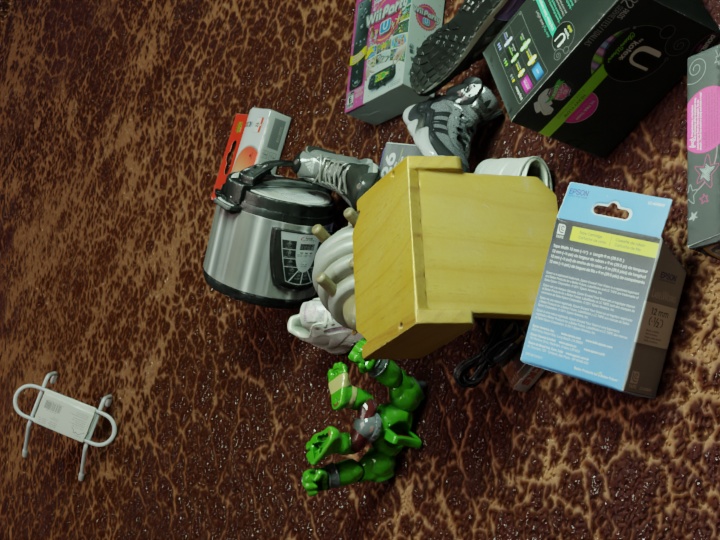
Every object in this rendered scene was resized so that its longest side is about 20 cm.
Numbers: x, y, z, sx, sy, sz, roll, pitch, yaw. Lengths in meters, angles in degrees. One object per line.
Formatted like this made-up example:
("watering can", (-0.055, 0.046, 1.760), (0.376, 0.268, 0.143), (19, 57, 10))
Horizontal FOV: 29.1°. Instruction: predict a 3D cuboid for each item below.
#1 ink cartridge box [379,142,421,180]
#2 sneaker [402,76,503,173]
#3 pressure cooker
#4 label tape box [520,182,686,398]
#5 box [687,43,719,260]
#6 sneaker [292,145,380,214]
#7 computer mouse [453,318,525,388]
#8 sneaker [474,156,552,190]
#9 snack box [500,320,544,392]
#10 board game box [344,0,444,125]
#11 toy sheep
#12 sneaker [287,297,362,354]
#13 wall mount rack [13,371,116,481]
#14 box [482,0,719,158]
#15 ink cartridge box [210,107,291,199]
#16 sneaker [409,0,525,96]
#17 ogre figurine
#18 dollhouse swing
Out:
("ink cartridge box", (0.046, -0.074, 1.877), (0.200, 0.047, 0.198), (12, 87, 56))
("sneaker", (0.125, -0.178, 1.728), (0.114, 0.076, 0.200), (-34, 31, 8))
("pressure cooker", (-0.129, -0.062, 1.994), (0.176, 0.178, 0.200), (-71, -4, -76))
("label tape box", (0.261, 0.019, 1.451), (0.143, 0.066, 0.200), (15, 89, 48))
("box", (0.391, -0.113, 1.292), (0.132, 0.115, 0.200), (-20, 61, 51))
("sneaker", (-0.039, -0.127, 1.904), (0.200, 0.115, 0.075), (-112, 38, -81))
("computer mouse", (0.110, 0.030, 1.623), (0.110, 0.044, 0.200), (-47, 58, 28))
("sneaker", (0.167, -0.043, 1.646), (0.116, 0.074, 0.200), (-4, 71, 60))
("snack box", (0.223, 0.043, 1.562), (0.200, 0.024, 0.072), (-54, 37, 27))
("board game box", (0.050, -0.325, 1.972), (0.147, 0.064, 0.200), (-18, 60, 53))
("toy sheep", (0.000, 0.000, 1.756), (0.138, 0.138, 0.200), (-46, 31, 37))
("sneaker", (-0.021, 0.069, 1.861), (0.200, 0.099, 0.075), (-23, 56, 50))
("wall mount rack", (-0.542, 0.288, 2.533), (0.075, 0.200, 0.174), (-4, -64, -85))
("box", (0.260, -0.249, 1.525), (0.200, 0.148, 0.124), (-50, 40, 33))
("ink cartridge box", (-0.199, -0.191, 2.309), (0.200, 0.050, 0.163), (14, 87, 55))
("sneaker", (0.151, -0.288, 1.766), (0.200, 0.087, 0.076), (-47, 44, 20))
("ogre figurine", (0.008, 0.194, 1.736), (0.098, 0.120, 0.200), (-6, 69, 61))
("dollhouse swing", (0.110, -0.008, 1.587), (0.182, 0.175, 0.200), (-38, 50, 55))
